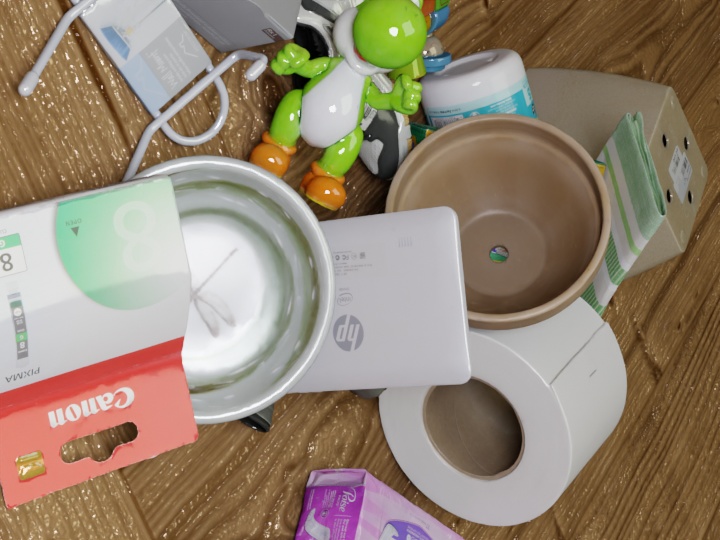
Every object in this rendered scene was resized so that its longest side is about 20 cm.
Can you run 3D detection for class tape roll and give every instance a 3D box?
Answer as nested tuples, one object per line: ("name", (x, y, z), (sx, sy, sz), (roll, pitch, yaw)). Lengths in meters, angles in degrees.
("tape roll", (0.136, 0.120, 1.370), (0.139, 0.201, 0.204), (-36, 115, -51))

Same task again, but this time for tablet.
("tablet", (-0.008, 0.026, 1.100), (0.014, 0.199, 0.131), (-5, 90, -57))

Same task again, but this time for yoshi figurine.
("yoshi figurine", (-0.009, -0.155, 1.195), (0.112, 0.112, 0.201), (21, 100, -55))

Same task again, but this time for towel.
("towel", (0.237, -0.036, 1.406), (0.023, 0.201, 0.153), (10, 45, -15))

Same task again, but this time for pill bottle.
("pill bottle", (0.135, -0.116, 1.478), (0.111, 0.110, 0.201), (-41, 119, -49))

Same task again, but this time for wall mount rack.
("wall mount rack", (-0.168, -0.151, 1.085), (0.174, 0.074, 0.200), (-44, 125, -14))

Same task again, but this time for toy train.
("toy train", (0.039, -0.232, 1.365), (0.200, 0.084, 0.117), (-46, 137, -61))

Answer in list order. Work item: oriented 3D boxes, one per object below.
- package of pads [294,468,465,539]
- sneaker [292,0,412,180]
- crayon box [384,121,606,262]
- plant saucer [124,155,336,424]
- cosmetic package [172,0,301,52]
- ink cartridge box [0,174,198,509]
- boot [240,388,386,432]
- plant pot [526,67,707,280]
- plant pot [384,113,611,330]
("package of pads", (0.020, 0.268, 1.294), (0.200, 0.075, 0.121), (41, 52, -45))
("sneaker", (-0.020, -0.164, 1.311), (0.087, 0.075, 0.201), (-35, 114, -31))
("crayon box", (0.128, -0.066, 1.395), (0.198, 0.058, 0.120), (9, 100, -21))
("plant saucer", (-0.119, 0.013, 1.090), (0.198, 0.050, 0.202), (-2, 98, -13))
("cosmetic package", (-0.095, -0.294, 1.194), (0.107, 0.090, 0.201), (38, 58, -46))
("ink cartridge box", (-0.190, 0.048, 1.002), (0.160, 0.050, 0.202), (-17, 98, -33))
("boot", (-0.063, 0.084, 1.222), (0.200, 0.067, 0.131), (47, 56, -34))
("plant pot", (0.275, -0.105, 1.620), (0.200, 0.176, 0.200), (56, 44, -34))
("plant pot", (0.123, -0.031, 1.297), (0.093, 0.199, 0.202), (78, 23, -65))
